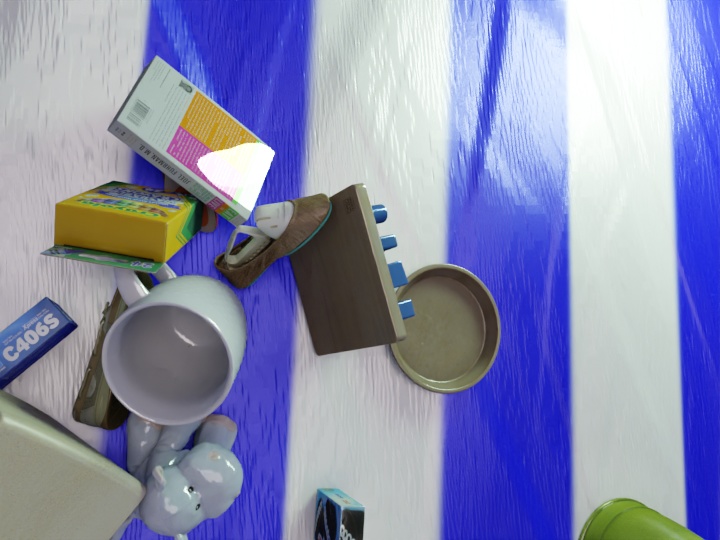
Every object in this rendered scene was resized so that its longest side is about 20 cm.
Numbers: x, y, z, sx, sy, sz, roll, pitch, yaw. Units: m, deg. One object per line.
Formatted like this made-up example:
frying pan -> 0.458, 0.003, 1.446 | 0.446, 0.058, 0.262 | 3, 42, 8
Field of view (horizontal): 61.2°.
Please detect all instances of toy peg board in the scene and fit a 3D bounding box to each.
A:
toy peg board -> 0.000, 0.000, 0.846 | 0.097, 0.198, 0.202 | -14, 87, -37

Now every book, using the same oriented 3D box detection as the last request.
book -> -0.214, -0.166, 0.798 | 0.200, 0.048, 0.135 | 40, 42, -31

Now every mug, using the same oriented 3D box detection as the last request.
mug -> -0.225, 0.059, 0.742 | 0.147, 0.176, 0.201 | -32, 103, 8

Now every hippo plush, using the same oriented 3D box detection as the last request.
hippo plush -> -0.228, 0.238, 0.731 | 0.198, 0.160, 0.161 | -20, 91, -25

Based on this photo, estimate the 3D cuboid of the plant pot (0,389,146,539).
plant pot -> -0.380, 0.219, 0.605 | 0.200, 0.198, 0.178 | -51, 140, -30

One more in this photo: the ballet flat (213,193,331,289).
ballet flat -> -0.126, -0.046, 0.806 | 0.072, 0.199, 0.068 | 29, 41, -36

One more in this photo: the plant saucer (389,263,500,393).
plant saucer -> 0.130, 0.091, 0.959 | 0.198, 0.029, 0.203 | 3, 82, -20

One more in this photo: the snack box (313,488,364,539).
snack box -> -0.034, 0.405, 0.808 | 0.037, 0.116, 0.203 | 6, 80, -18

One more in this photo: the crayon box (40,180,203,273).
crayon box -> -0.273, -0.059, 0.730 | 0.124, 0.200, 0.052 | 10, 107, -4

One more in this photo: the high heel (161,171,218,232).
high heel -> -0.247, -0.153, 0.852 | 0.067, 0.096, 0.202 | -18, 112, 12

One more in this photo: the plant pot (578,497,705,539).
plant pot -> 0.477, 0.478, 0.943 | 0.198, 0.193, 0.203 | 3, 82, -20

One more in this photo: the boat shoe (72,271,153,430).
boat shoe -> -0.317, 0.097, 0.779 | 0.062, 0.073, 0.203 | 8, 84, 13

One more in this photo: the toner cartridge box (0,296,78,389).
toner cartridge box -> -0.432, 0.116, 0.717 | 0.200, 0.095, 0.043 | -44, 96, -20
